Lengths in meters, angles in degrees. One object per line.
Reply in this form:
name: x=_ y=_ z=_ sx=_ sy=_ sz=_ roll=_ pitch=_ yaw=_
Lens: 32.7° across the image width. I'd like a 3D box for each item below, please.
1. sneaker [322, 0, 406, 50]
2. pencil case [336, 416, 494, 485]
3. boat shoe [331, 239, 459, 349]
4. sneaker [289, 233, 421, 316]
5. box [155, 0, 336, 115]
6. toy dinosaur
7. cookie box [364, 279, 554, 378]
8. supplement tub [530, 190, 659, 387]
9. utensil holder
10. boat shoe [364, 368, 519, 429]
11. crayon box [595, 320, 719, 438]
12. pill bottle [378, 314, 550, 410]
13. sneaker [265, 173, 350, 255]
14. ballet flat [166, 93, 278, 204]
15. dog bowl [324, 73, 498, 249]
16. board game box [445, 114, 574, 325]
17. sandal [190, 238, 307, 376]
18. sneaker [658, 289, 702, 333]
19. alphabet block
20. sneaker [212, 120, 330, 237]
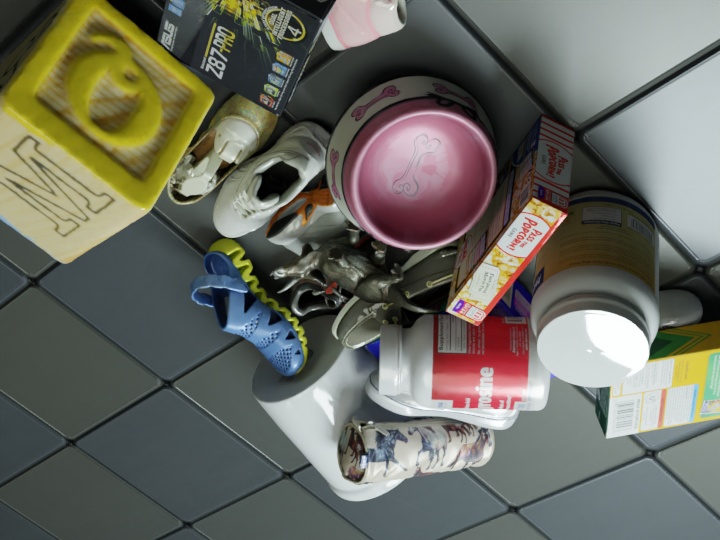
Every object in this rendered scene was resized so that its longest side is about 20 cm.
sneaker: x=-0.013 y=-0.315 z=1.248 sx=0.105 sy=0.075 sz=0.200 roll=-6 pitch=138 yaw=24
pencil case: x=0.074 y=0.221 z=1.570 sx=0.200 sy=0.078 sz=0.089 roll=-5 pitch=132 yaw=-24
boat shoe: x=0.051 y=0.040 z=1.516 sx=0.202 sy=0.060 sz=0.072 roll=-37 pitch=147 yaw=17
sneaker: x=-0.005 y=0.014 z=1.547 sx=0.200 sy=0.082 sz=0.077 roll=-23 pitch=123 yaw=30
box: x=-0.124 y=-0.262 z=1.289 sx=0.161 sy=0.049 sz=0.200 roll=31 pitch=153 yaw=-4
toy dinosaur: x=0.000 y=0.000 z=1.464 sx=0.200 sy=0.077 sz=0.102 roll=18 pitch=153 yaw=-5
cookie box: x=0.135 y=0.091 z=1.588 sx=0.200 sy=0.075 sz=0.171 roll=-26 pitch=122 yaw=32
supplement tub: x=0.269 y=0.020 z=1.404 sx=0.144 sy=0.200 sz=0.144 roll=7 pitch=133 yaw=7
utensil holder: x=-0.025 y=0.182 z=1.653 sx=0.170 sy=0.170 sz=0.200 roll=-21 pitch=121 yaw=29
boat shoe: x=0.108 y=0.146 z=1.553 sx=0.200 sy=0.074 sz=0.065 roll=9 pitch=129 yaw=-7
crayon box: x=0.390 y=0.129 z=1.492 sx=0.200 sy=0.052 sz=0.126 roll=-9 pitch=130 yaw=-4
pill bottle: x=0.123 y=0.109 z=1.469 sx=0.200 sy=0.112 sz=0.112 roll=1 pitch=133 yaw=3
sneaker: x=-0.020 y=-0.071 z=1.488 sx=0.092 sy=0.076 sz=0.200 roll=36 pitch=138 yaw=-29
ballet flat: x=-0.166 y=-0.141 z=1.454 sx=0.071 sy=0.071 sz=0.200 roll=38 pitch=129 yaw=-20
dog bowl: x=0.064 y=-0.112 z=1.364 sx=0.200 sy=0.074 sz=0.200 roll=-4 pitch=115 yaw=-9
board game box: x=0.169 y=-0.056 z=1.393 sx=0.046 sy=0.152 sz=0.200 roll=25 pitch=134 yaw=-9
sandal: x=-0.149 y=0.058 z=1.571 sx=0.200 sy=0.087 sz=0.079 roll=49 pitch=134 yaw=5
sneaker: x=0.328 y=0.096 z=1.531 sx=0.200 sy=0.075 sz=0.115 roll=-12 pitch=130 yaw=5
alphabet block: x=-0.318 y=-0.157 z=1.364 sx=0.196 sy=0.195 sz=0.200 roll=38 pitch=144 yaw=-23
sneaker: x=-0.120 y=-0.097 z=1.455 sx=0.078 sy=0.099 sz=0.200 roll=44 pitch=126 yaw=-7
